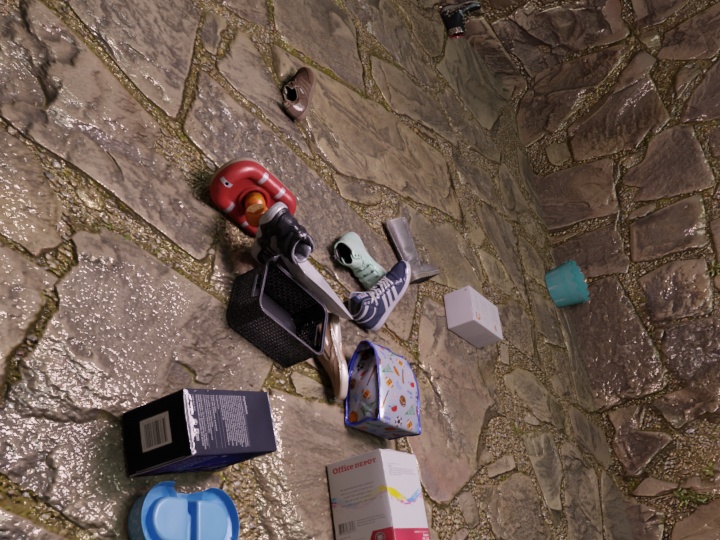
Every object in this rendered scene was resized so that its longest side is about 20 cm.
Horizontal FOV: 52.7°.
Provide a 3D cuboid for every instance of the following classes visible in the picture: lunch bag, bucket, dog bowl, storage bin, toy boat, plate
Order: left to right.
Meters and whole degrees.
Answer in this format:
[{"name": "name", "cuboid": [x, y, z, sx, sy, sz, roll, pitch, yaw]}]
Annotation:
[{"name": "dog bowl", "cuboid": [-0.278, 0.398, 1.142, 0.200, 0.049, 0.112, 30, 45, -48]}, {"name": "toy boat", "cuboid": [-0.223, -0.139, 1.528, 0.200, 0.130, 0.131, 41, 16, -36]}, {"name": "storage bin", "cuboid": [-0.168, 0.092, 1.508, 0.200, 0.094, 0.136, 43, 37, -34]}, {"name": "plate", "cuboid": [-0.115, 0.016, 1.632, 0.200, 0.032, 0.200, 47, 2, -40]}, {"name": "lunch bag", "cuboid": [0.051, 0.279, 1.706, 0.170, 0.124, 0.201, 30, 52, -45]}, {"name": "bucket", "cuboid": [0.949, 0.067, 3.342, 0.207, 0.134, 0.208, 38, 40, -41]}]

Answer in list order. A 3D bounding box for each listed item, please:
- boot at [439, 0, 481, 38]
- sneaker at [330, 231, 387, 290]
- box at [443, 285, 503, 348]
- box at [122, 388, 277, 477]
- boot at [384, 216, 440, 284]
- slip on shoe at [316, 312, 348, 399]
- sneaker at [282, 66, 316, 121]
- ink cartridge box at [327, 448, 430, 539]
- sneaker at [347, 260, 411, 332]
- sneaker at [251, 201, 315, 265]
[{"name": "boot", "cuboid": [0.496, -1.207, 3.499, 0.073, 0.203, 0.154, 97, -20, -78]}, {"name": "sneaker", "cuboid": [-0.001, 0.000, 1.870, 0.201, 0.074, 0.118, 54, 23, -1]}, {"name": "box", "cuboid": [0.365, 0.152, 2.345, 0.200, 0.097, 0.125, 34, 42, -45]}, {"name": "box", "cuboid": [-0.256, 0.262, 1.177, 0.200, 0.148, 0.105, 16, 56, -54]}, {"name": "boot", "cuboid": [0.155, -0.063, 2.200, 0.182, 0.072, 0.201, -2, 64, -61]}, {"name": "slip on shoe", "cuboid": [-0.070, 0.192, 1.636, 0.060, 0.076, 0.201, -3, 76, -17]}, {"name": "sneaker", "cuboid": [-0.169, -0.495, 1.963, 0.075, 0.070, 0.201, 38, 39, -39]}, {"name": "ink cartridge box", "cuboid": [0.038, 0.486, 1.502, 0.144, 0.145, 0.201, 25, 49, -50]}, {"name": "sneaker", "cuboid": [0.044, 0.052, 1.825, 0.108, 0.200, 0.070, 29, 2, -39]}, {"name": "sneaker", "cuboid": [-0.159, -0.045, 1.497, 0.114, 0.200, 0.075, 43, 58, 13]}]
